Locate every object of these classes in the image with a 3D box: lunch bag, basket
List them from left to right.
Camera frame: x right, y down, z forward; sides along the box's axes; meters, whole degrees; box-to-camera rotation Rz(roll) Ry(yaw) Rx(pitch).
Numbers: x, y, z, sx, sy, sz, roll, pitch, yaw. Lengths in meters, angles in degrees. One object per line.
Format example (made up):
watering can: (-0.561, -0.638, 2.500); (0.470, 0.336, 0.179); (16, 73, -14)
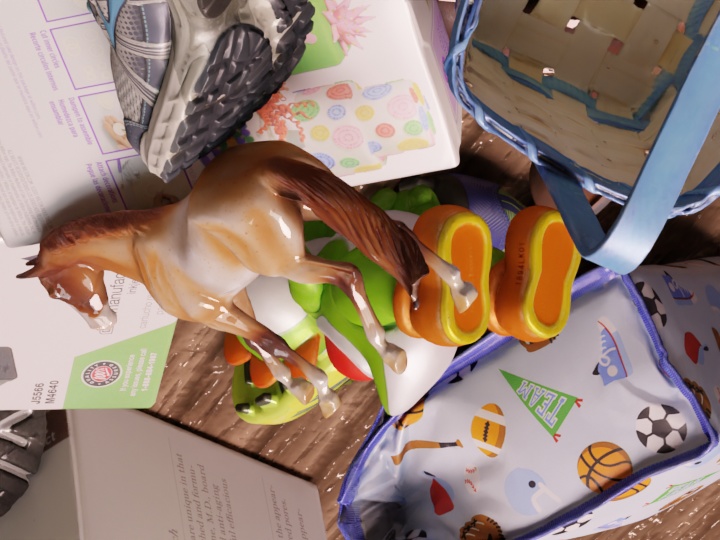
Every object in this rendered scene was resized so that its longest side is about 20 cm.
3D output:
lunch bag: (0.099, 0.077, 1.402); (0.200, 0.124, 0.170); (-34, 166, 25)
basket: (0.112, -0.101, 1.066); (0.139, 0.200, 0.177); (25, 100, -18)

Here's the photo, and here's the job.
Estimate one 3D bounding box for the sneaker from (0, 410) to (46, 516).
sneaker: (-0.238, 0.110, 1.437); (0.078, 0.090, 0.200); (25, 110, -42)

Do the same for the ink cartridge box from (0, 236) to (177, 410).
ink cartridge box: (-0.184, -0.007, 1.265); (0.199, 0.084, 0.146); (-1, 146, -15)

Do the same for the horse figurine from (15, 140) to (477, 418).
horse figurine: (-0.039, -0.002, 1.113); (0.132, 0.050, 0.200); (41, 147, -12)

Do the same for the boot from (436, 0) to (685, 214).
boot: (0.029, -0.089, 1.228); (0.199, 0.064, 0.187); (1, 142, -15)

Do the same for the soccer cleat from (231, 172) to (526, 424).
soccer cleat: (0.010, 0.023, 1.385); (0.083, 0.065, 0.200); (15, 139, -36)

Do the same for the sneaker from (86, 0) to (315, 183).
sneaker: (-0.068, -0.113, 1.034); (0.078, 0.086, 0.200); (-41, 161, -28)

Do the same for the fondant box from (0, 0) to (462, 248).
fondant box: (-0.071, -0.095, 1.127); (0.199, 0.058, 0.145); (-9, 130, 13)

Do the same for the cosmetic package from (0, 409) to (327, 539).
cosmetic package: (-0.132, 0.190, 1.500); (0.165, 0.166, 0.200); (-34, 140, 30)

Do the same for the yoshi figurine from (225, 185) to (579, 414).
yoshi figurine: (-0.003, -0.015, 1.237); (0.199, 0.112, 0.113); (-1, 131, 48)
